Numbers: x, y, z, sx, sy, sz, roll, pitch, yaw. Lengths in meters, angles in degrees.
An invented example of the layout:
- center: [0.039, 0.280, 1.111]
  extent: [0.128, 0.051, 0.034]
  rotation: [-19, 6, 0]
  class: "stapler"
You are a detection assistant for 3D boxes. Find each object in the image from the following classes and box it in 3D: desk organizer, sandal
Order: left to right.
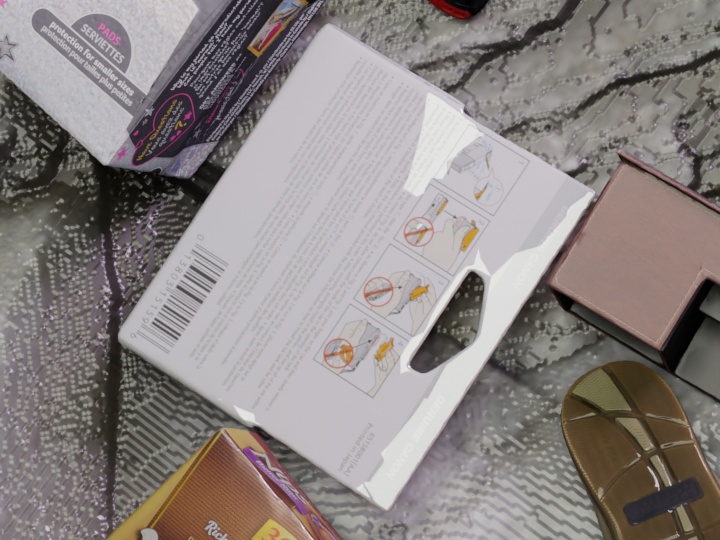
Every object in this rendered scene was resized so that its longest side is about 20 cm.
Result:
- center: [0.152, 0.139, 1.463]
  extent: [0.080, 0.054, 0.201]
  rotation: [-18, 59, 0]
  class: "sandal"
- center: [0.196, 0.029, 1.469]
  extent: [0.199, 0.072, 0.077]
  rotation: [31, 86, 16]
  class: "desk organizer"

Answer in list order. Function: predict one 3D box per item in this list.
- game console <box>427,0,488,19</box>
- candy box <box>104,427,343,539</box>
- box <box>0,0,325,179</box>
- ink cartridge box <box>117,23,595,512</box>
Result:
- center: [0.043, -0.260, 1.570]
  extent: [0.176, 0.031, 0.200]
  rotation: [36, 85, -4]
  class: "game console"
- center: [-0.094, 0.187, 1.472]
  extent: [0.200, 0.056, 0.117]
  rotation: [-44, 73, 8]
  class: "candy box"
- center: [-0.144, -0.159, 1.539]
  extent: [0.200, 0.115, 0.132]
  rotation: [42, 101, 17]
  class: "box"
- center: [0.000, 0.000, 1.525]
  extent: [0.173, 0.044, 0.201]
  rotation: [32, 84, 15]
  class: "ink cartridge box"
